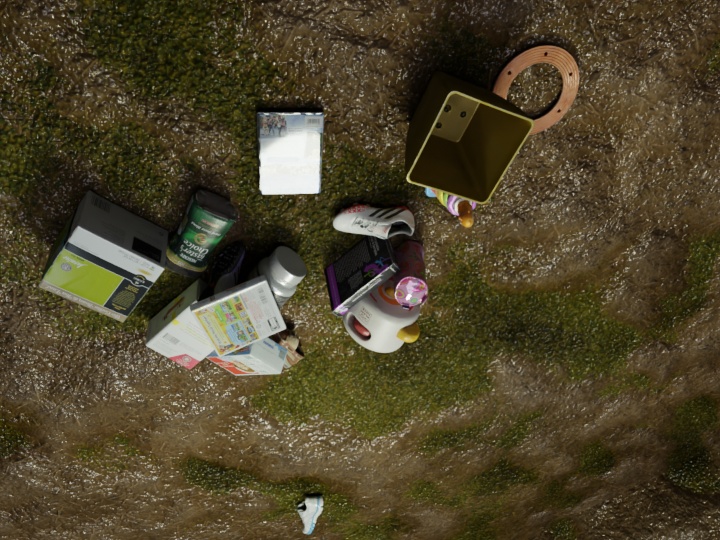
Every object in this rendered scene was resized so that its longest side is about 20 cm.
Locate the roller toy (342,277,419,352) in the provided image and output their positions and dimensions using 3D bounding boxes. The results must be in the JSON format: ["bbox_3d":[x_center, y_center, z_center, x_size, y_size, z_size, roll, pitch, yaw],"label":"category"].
[{"bbox_3d":[0.055,0.100,1.562,0.178,0.203,0.142,16,126,-17],"label":"roller toy"}]

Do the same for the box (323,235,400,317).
[{"bbox_3d":[0.000,0.000,1.494,0.199,0.145,0.036,-39,130,22],"label":"box"}]

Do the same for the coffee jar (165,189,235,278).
[{"bbox_3d":[-0.366,-0.076,1.385,0.102,0.086,0.201,20,124,-29],"label":"coffee jar"}]

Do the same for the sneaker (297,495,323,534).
[{"bbox_3d":[-0.200,0.905,2.298,0.084,0.076,0.204,12,121,-12],"label":"sneaker"}]

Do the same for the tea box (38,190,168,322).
[{"bbox_3d":[-0.559,-0.026,1.354,0.198,0.135,0.197,31,118,-32],"label":"tea box"}]

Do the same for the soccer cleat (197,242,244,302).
[{"bbox_3d":[-0.320,0.033,1.456,0.073,0.067,0.204,37,73,-48],"label":"soccer cleat"}]

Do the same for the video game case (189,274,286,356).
[{"bbox_3d":[-0.279,0.109,1.433,0.178,0.023,0.202,-23,143,-7],"label":"video game case"}]

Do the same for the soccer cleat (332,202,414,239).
[{"bbox_3d":[0.034,-0.110,1.444,0.194,0.086,0.070,-2,132,-11],"label":"soccer cleat"}]

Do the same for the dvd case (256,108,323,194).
[{"bbox_3d":[-0.152,-0.252,1.325,0.138,0.018,0.204,-2,132,-10],"label":"dvd case"}]

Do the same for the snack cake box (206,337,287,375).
[{"bbox_3d":[-0.299,0.218,1.609,0.197,0.069,0.115,-10,143,41],"label":"snack cake box"}]

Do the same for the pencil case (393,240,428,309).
[{"bbox_3d":[0.120,0.007,1.487,0.085,0.201,0.090,1,119,1],"label":"pencil case"}]

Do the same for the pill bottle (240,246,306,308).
[{"bbox_3d":[-0.226,0.042,1.501,0.112,0.115,0.200,29,120,-32],"label":"pill bottle"}]

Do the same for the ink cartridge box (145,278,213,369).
[{"bbox_3d":[-0.418,0.137,1.551,0.198,0.085,0.145,-36,128,20],"label":"ink cartridge box"}]

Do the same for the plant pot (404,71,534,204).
[{"bbox_3d":[0.200,-0.291,1.261,0.195,0.179,0.202,12,129,-22],"label":"plant pot"}]

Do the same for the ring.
[{"bbox_3d":[0.373,-0.385,1.324,0.194,0.019,0.204,-7,131,-8],"label":"ring"}]

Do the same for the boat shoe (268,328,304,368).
[{"bbox_3d":[-0.203,0.186,1.665,0.070,0.077,0.202,-19,141,0],"label":"boat shoe"}]

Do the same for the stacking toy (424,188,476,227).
[{"bbox_3d":[0.216,-0.166,1.357,0.106,0.203,0.118,-5,132,-7],"label":"stacking toy"}]
